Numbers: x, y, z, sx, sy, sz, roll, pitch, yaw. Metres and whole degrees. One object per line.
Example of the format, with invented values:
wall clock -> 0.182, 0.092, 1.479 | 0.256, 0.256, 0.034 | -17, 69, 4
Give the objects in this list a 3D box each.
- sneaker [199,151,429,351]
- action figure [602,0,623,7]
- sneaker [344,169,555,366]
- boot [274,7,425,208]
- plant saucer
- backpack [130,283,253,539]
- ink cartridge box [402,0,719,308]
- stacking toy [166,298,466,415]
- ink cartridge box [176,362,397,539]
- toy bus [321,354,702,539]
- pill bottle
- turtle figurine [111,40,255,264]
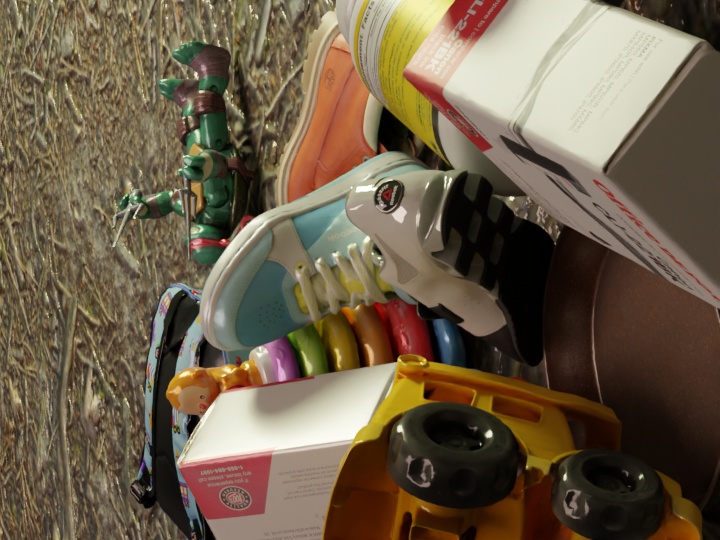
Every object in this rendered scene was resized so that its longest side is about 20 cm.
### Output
sneaker -> 0.000, 0.000, 1.438 | 0.130, 0.199, 0.080 | 28, 147, 47
action figure -> 0.094, -0.194, 1.299 | 0.200, 0.117, 0.055 | -129, 47, -66
sneaker -> 0.057, -0.007, 1.327 | 0.088, 0.200, 0.075 | 7, 66, 31
boot -> -0.002, -0.074, 1.568 | 0.107, 0.074, 0.202 | 44, 133, 48
plant saucer -> 0.165, 0.051, 1.263 | 0.200, 0.034, 0.202 | 175, 90, -66
backpack -> -0.096, 0.110, 1.735 | 0.182, 0.133, 0.202 | -149, 56, -61
ink cartridge box -> 0.135, -0.068, 1.143 | 0.084, 0.144, 0.200 | -52, 34, -4
stacking toy -> -0.035, 0.066, 1.504 | 0.117, 0.198, 0.110 | 99, 154, -48
ink cartridge box -> -0.008, 0.171, 1.445 | 0.145, 0.083, 0.201 | -11, 120, 28
toy bus -> 0.092, 0.125, 1.245 | 0.192, 0.198, 0.137 | -65, -14, -61
pill bottle -> 0.062, -0.133, 1.357 | 0.200, 0.111, 0.113 | -133, 43, -54
turtle figurine -> -0.139, -0.078, 1.836 | 0.149, 0.100, 0.202 | -31, 51, 48
